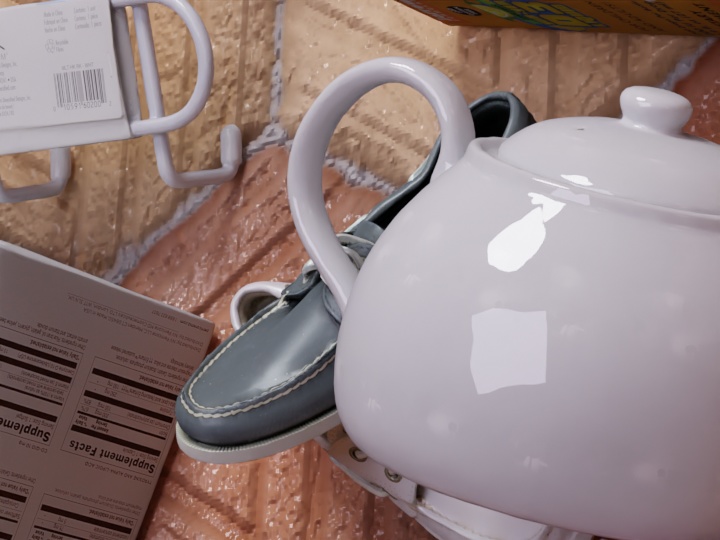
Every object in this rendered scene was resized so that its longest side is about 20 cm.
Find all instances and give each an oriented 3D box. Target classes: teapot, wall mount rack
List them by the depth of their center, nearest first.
[{"bbox_3d":[0.086,0.005,1.070,0.197,0.200,0.146,-138,57,-72],"label":"teapot"},{"bbox_3d":[-0.125,-0.121,1.368,0.200,0.075,0.174,-3,96,40],"label":"wall mount rack"}]

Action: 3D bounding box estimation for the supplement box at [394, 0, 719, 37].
[{"bbox_3d":[0.099,-0.133,1.209,0.200,0.066,0.069,9,83,43],"label":"supplement box"}]

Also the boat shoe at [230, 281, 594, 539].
[{"bbox_3d":[0.014,0.061,1.210,0.200,0.069,0.071,31,97,43],"label":"boat shoe"}]

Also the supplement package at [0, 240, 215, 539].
[{"bbox_3d":[-0.206,0.076,1.342,0.191,0.147,0.200,20,88,43],"label":"supplement package"}]

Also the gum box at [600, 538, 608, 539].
[{"bbox_3d":[0.116,0.206,1.041,0.066,0.113,0.200,7,80,42],"label":"gum box"}]

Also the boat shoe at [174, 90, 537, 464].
[{"bbox_3d":[0.000,0.000,1.182,0.200,0.062,0.073,-36,39,-20],"label":"boat shoe"}]
